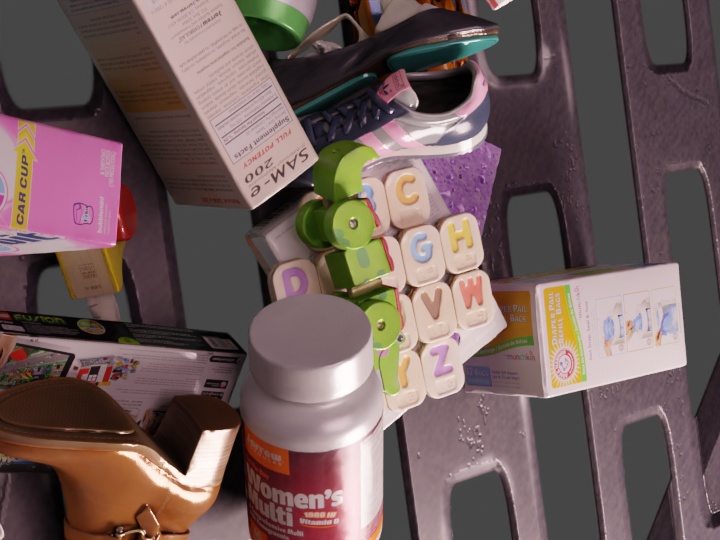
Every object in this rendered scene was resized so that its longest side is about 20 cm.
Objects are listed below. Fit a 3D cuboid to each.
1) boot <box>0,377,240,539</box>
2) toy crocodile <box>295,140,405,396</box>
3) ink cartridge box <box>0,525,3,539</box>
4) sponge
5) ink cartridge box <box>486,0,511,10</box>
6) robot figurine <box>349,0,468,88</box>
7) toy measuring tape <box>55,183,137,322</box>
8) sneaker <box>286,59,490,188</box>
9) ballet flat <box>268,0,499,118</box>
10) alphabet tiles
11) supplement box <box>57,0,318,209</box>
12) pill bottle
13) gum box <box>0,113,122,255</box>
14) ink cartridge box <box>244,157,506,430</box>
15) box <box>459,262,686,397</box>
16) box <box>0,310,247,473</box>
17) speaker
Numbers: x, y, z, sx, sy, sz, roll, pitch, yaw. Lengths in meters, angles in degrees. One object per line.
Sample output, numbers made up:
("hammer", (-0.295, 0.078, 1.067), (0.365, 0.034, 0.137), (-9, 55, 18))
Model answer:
("boot", (-0.189, 0.157, 0.920), (0.199, 0.077, 0.156), (5, 118, -46))
("toy crocodile", (0.000, 0.000, 1.027), (0.061, 0.067, 0.202), (-19, 100, -27))
("ink cartridge box", (-0.344, 0.163, 0.810), (0.199, 0.083, 0.148), (-34, 109, -35))
("sponge", (0.060, -0.037, 1.187), (0.111, 0.030, 0.202), (23, 74, -34))
("ink cartridge box", (0.102, -0.338, 1.144), (0.144, 0.083, 0.201), (49, 21, -26))
("robot figurine", (0.038, -0.248, 1.158), (0.144, 0.058, 0.202), (-16, 93, -39))
("toy measuring tape", (-0.189, -0.005, 0.970), (0.073, 0.073, 0.202), (-35, 125, -35))
("sneaker", (0.009, -0.125, 1.056), (0.198, 0.082, 0.071), (-15, 57, -11))
("ballet flat", (0.012, -0.184, 1.079), (0.073, 0.198, 0.074), (-20, 90, -82))
("alphabet tiles", (0.021, 0.021, 1.086), (0.199, 0.015, 0.198), (-16, 99, -27))
("supplement box", (-0.130, -0.147, 0.967), (0.073, 0.126, 0.201), (-39, 115, -25))
("pill bottle", (-0.036, 0.125, 1.001), (0.109, 0.109, 0.201), (-30, 134, -36))
("gum box", (-0.255, -0.049, 0.828), (0.113, 0.199, 0.067), (10, 81, -46))
("ink cartridge box", (0.018, 0.007, 1.120), (0.162, 0.050, 0.201), (-37, 112, -22))
("box", (0.199, 0.053, 1.243), (0.199, 0.112, 0.102), (-7, 93, -39))
("box", (-0.187, 0.091, 0.943), (0.199, 0.035, 0.111), (9, 112, -39))
("speaker", (-0.064, -0.285, 1.066), (0.088, 0.088, 0.202), (20, 75, -37))
